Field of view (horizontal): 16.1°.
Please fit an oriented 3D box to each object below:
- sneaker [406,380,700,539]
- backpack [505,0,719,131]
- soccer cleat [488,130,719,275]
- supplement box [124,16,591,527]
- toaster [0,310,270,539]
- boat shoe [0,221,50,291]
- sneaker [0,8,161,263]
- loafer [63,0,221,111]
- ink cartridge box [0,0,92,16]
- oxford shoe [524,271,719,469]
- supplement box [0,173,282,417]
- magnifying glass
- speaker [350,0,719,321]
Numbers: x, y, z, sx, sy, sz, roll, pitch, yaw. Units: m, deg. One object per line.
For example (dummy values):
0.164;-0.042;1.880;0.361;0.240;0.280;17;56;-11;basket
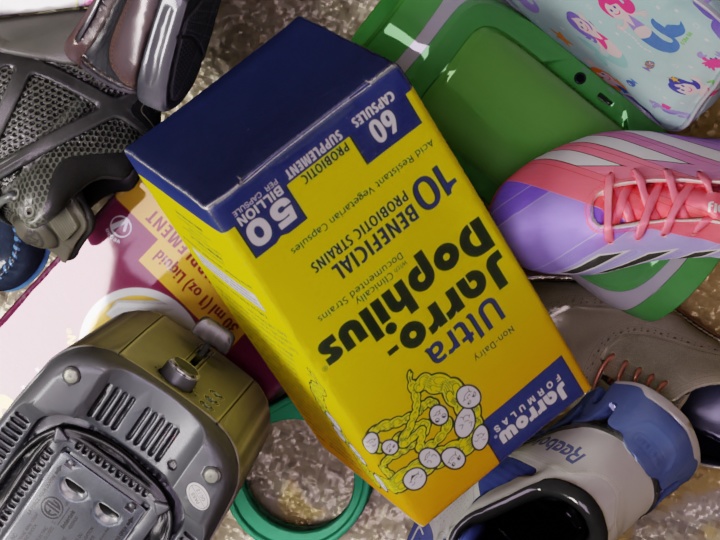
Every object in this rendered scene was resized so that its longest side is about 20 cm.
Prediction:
0.070;0.132;1.261;0.081;0.115;0.199;50;138;0;sneaker
0.139;-0.173;1.169;0.151;0.178;0.200;-42;84;-16;backpack
0.160;-0.031;1.174;0.200;0.076;0.067;-3;98;-6;soccer cleat
0.000;0.000;1.184;0.109;0.110;0.200;-39;119;-10;supplement box
-0.126;0.112;1.221;0.114;0.129;0.200;34;108;2;toaster
-0.237;-0.067;1.313;0.084;0.069;0.200;-47;67;12;boat shoe
-0.192;-0.059;1.224;0.199;0.076;0.114;-5;80;-6;sneaker
-0.086;-0.172;1.146;0.063;0.072;0.200;20;109;11;loafer
-0.134;-0.169;1.254;0.200;0.115;0.068;-6;102;15;ink cartridge box
0.144;0.052;1.277;0.200;0.074;0.071;17;106;9;oxford shoe
-0.120;0.048;1.326;0.131;0.103;0.200;44;109;-1;supplement box
-0.003;0.064;1.346;0.080;0.022;0.200;35;110;4;magnifying glass
0.087;-0.064;1.243;0.200;0.088;0.088;38;109;-10;speaker
